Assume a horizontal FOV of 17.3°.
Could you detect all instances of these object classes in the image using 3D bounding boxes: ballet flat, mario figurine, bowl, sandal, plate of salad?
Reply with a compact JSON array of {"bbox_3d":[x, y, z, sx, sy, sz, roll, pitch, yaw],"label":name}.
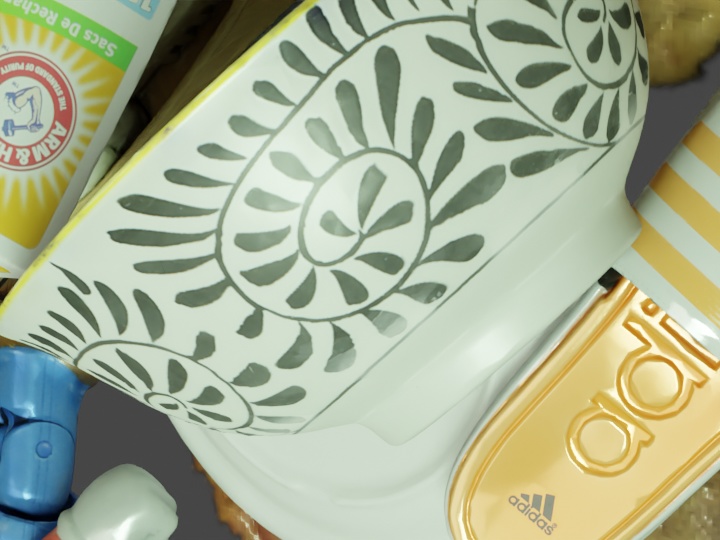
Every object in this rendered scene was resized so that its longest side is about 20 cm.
[{"bbox_3d":[-0.077,-0.069,0.733,0.200,0.063,0.069,-48,70,29],"label":"ballet flat"},{"bbox_3d":[-0.103,0.120,0.840,0.106,0.123,0.200,2,80,15],"label":"mario figurine"},{"bbox_3d":[0.010,-0.017,0.617,0.094,0.201,0.201,49,131,0],"label":"bowl"},{"bbox_3d":[0.094,0.022,0.656,0.079,0.059,0.207,37,110,2],"label":"sandal"},{"bbox_3d":[0.000,0.000,0.760,0.200,0.048,0.200,13,111,36],"label":"plate of salad"}]

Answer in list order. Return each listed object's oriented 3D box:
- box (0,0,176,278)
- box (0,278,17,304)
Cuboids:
[{"bbox_3d":[-0.149,-0.067,0.674,0.112,0.101,0.200,31,167,-26],"label":"box"},{"bbox_3d":[-0.243,-0.006,0.902,0.200,0.122,0.193,23,120,29],"label":"box"}]
